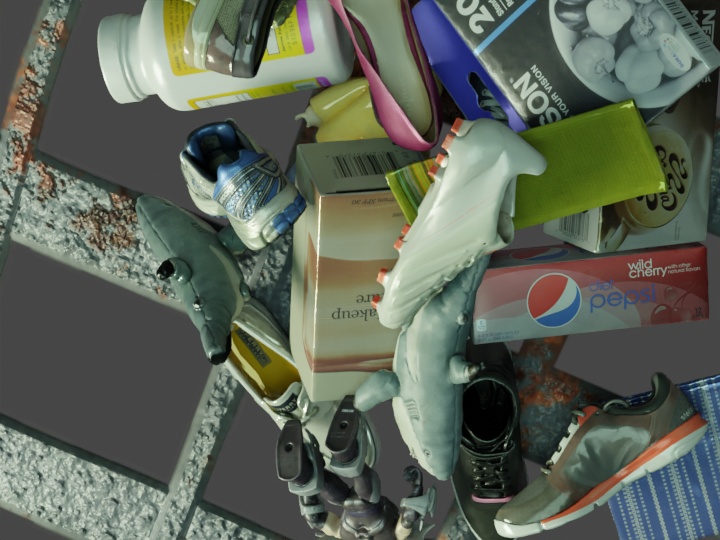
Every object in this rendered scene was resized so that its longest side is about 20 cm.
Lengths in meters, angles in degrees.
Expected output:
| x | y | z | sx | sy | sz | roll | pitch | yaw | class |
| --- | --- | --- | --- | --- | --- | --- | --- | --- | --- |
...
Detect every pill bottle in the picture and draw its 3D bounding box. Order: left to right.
| x | y | z | sx | sy | sz | roll | pitch | yaw | class |
| --- | --- | --- | --- | --- | --- | --- | --- | --- | --- |
| -0.111 | -0.190 | 1.283 | 0.198 | 0.104 | 0.105 | -8 | 102 | 10 | pill bottle |

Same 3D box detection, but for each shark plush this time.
| x | y | z | sx | sy | sz | roll | pitch | yaw | class |
| --- | --- | --- | --- | --- | --- | --- | --- | --- | --- |
| -0.145 | 0.016 | 1.300 | 0.091 | 0.201 | 0.083 | -37 | 129 | 26 | shark plush |
| 0.078 | 0.065 | 1.240 | 0.083 | 0.090 | 0.201 | 46 | 118 | 41 | shark plush |

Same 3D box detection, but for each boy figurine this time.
| x | y | z | sx | sy | sz | roll | pitch | yaw | class |
| --- | --- | --- | --- | --- | --- | --- | --- | --- | --- |
| 0.009 | -0.108 | 1.307 | 0.124 | 0.064 | 0.200 | 42 | 110 | -2 | boy figurine |

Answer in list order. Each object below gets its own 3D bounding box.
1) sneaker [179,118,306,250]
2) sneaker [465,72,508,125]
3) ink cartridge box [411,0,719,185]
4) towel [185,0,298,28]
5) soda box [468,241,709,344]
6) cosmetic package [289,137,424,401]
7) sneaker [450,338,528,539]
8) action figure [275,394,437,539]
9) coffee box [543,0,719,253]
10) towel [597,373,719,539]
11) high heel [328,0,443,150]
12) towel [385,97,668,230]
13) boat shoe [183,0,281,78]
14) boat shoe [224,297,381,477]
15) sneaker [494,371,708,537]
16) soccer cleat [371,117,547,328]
| x | y | z | sx | sy | sz | roll | pitch | yaw | class |
| --- | --- | --- | --- | --- | --- | --- | --- | --- | --- |
| -0.108 | -0.090 | 1.265 | 0.077 | 0.200 | 0.085 | -41 | 118 | -9 | sneaker |
| 0.106 | -0.104 | 1.269 | 0.070 | 0.109 | 0.202 | 16 | 106 | 4 | sneaker |
| 0.138 | -0.171 | 1.172 | 0.200 | 0.043 | 0.199 | -41 | 80 | 34 | ink cartridge box |
| -0.083 | -0.293 | 1.239 | 0.147 | 0.037 | 0.201 | 22 | 79 | 19 | towel |
| 0.182 | 0.013 | 1.283 | 0.198 | 0.070 | 0.064 | -6 | 102 | -5 | soda box |
| 0.000 | 0.000 | 1.279 | 0.102 | 0.087 | 0.201 | -6 | 125 | -13 | cosmetic package |
| 0.107 | 0.160 | 1.339 | 0.070 | 0.099 | 0.202 | -3 | 105 | 7 | sneaker |
| -0.003 | 0.191 | 1.345 | 0.129 | 0.070 | 0.200 | -10 | 142 | 14 | action figure |
| 0.216 | -0.124 | 1.239 | 0.112 | 0.080 | 0.202 | -6 | 106 | -27 | coffee box |
| 0.306 | 0.159 | 1.351 | 0.198 | 0.024 | 0.146 | -16 | 102 | 14 | towel |
| 0.018 | -0.189 | 1.187 | 0.067 | 0.096 | 0.202 | -16 | 109 | -15 | high heel |
| 0.122 | -0.066 | 1.160 | 0.199 | 0.018 | 0.086 | -15 | 130 | 24 | towel |
| -0.065 | -0.230 | 1.160 | 0.064 | 0.072 | 0.201 | 24 | 73 | 6 | boat shoe |
| -0.060 | 0.110 | 1.366 | 0.071 | 0.070 | 0.200 | -37 | 97 | 16 | boat shoe |
| 0.192 | 0.153 | 1.321 | 0.199 | 0.077 | 0.082 | -31 | 88 | 0 | sneaker |
| 0.069 | -0.023 | 1.152 | 0.077 | 0.069 | 0.201 | 27 | 128 | 2 | soccer cleat |
